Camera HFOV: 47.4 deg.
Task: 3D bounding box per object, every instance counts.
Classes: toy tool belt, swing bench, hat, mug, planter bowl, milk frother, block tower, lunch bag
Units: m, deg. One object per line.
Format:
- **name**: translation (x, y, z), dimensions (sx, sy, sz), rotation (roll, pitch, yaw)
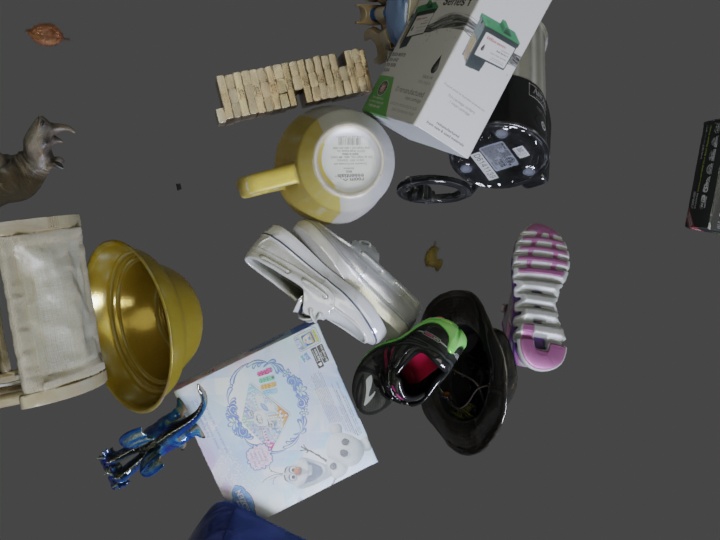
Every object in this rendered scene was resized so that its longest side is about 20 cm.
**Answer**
- **toy tool belt**: translation (0.056, -0.312, 1.016), dimensions (0.123, 0.123, 0.203), rotation (-2, 107, -24)
- **swing bench**: translation (-0.408, 0.051, 0.922), dimensions (0.197, 0.130, 0.202), rotation (-9, 94, 3)
- **hat**: translation (0.150, 0.125, 1.032), dimensions (0.080, 0.200, 0.204), rotation (-2, 95, -28)
- **mug**: translation (-0.037, -0.115, 0.980), dimensions (0.149, 0.153, 0.187), rotation (44, 87, -11)
- **planter bowl**: translation (-0.244, 0.059, 0.969), dimensions (0.083, 0.199, 0.204), rotation (-12, 97, -44)
- **milk frother**: translation (0.138, -0.189, 1.023), dimensions (0.197, 0.181, 0.190), rotation (-3, 57, 18)
- **block tower**: translation (-0.086, -0.227, 1.013), dimensions (0.197, 0.054, 0.059), rotation (-15, 96, -9)
- **lunch bag**: translation (-0.146, 0.389, 0.986), dimensions (0.198, 0.133, 0.137), rotation (28, 119, -10)

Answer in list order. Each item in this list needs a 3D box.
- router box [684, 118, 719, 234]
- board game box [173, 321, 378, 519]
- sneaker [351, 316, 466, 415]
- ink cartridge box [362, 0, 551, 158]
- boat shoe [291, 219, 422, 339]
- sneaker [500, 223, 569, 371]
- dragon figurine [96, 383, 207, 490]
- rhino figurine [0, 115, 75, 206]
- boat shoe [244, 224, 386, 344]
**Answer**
- **router box**: translation (0.560, -0.115, 1.130), dimensions (0.197, 0.062, 0.152), rotation (10, 93, -10)
- **board game box**: translation (-0.106, 0.195, 1.046), dimensions (0.197, 0.043, 0.202), rotation (-25, 98, -8)
- **sneaker**: translation (0.047, 0.129, 1.011), dimensions (0.076, 0.084, 0.200), rotation (38, 132, -8)
- **ink cartridge box**: translation (0.104, -0.241, 0.908), dimensions (0.084, 0.146, 0.202), rotation (25, 94, -28)
- **boat shoe**: translation (0.000, 0.000, 1.042), dimensions (0.200, 0.072, 0.069), rotation (43, 66, -4)
- **sneaker**: translation (0.222, 0.039, 1.078), dimensions (0.079, 0.089, 0.203), rotation (11, 70, -10)
- **dragon figurine**: translation (-0.244, 0.205, 0.973), dimensions (0.099, 0.199, 0.059), rotation (-33, 89, -44)
- **rhino figurine**: translation (-0.423, -0.117, 0.959), dimensions (0.198, 0.060, 0.088), rotation (-30, 109, -9)
- **boat shoe**: translation (-0.058, 0.032, 1.016), dimensions (0.199, 0.074, 0.065), rotation (40, 64, 6)
